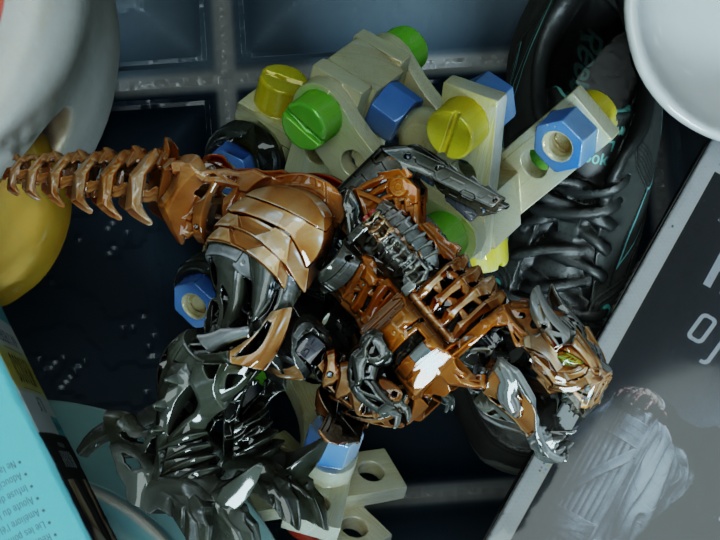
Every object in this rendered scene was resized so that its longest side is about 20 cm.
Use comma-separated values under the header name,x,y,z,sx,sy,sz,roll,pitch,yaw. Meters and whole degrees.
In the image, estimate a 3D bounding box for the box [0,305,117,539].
name,x,y,z,sx,sy,sz,roll,pitch,yaw
box,-0.123,0.047,0.669,0.049,0.082,0.200,-27,87,-4

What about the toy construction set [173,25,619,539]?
name,x,y,z,sx,sy,sz,roll,pitch,yaw
toy construction set,0.000,0.000,0.772,0.131,0.092,0.200,29,115,15

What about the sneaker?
name,x,y,z,sx,sy,sz,roll,pitch,yaw
sneaker,0.070,-0.024,0.802,0.075,0.079,0.201,9,85,2

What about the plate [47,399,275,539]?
name,x,y,z,sx,sy,sz,roll,pitch,yaw
plate,-0.115,0.136,0.717,0.199,0.026,0.201,1,70,-3

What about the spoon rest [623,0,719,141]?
name,x,y,z,sx,sy,sz,roll,pitch,yaw
spoon rest,0.185,-0.088,0.780,0.199,0.061,0.100,6,89,-22

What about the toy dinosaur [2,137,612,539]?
name,x,y,z,sx,sy,sz,roll,pitch,yaw
toy dinosaur,-0.022,0.015,0.699,0.200,0.102,0.136,31,101,35

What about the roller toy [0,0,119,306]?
name,x,y,z,sx,sy,sz,roll,pitch,yaw
roller toy,-0.184,-0.089,0.781,0.182,0.140,0.201,6,84,2

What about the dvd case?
name,x,y,z,sx,sy,sz,roll,pitch,yaw
dvd case,0.143,0.072,0.767,0.150,0.025,0.200,29,78,6
